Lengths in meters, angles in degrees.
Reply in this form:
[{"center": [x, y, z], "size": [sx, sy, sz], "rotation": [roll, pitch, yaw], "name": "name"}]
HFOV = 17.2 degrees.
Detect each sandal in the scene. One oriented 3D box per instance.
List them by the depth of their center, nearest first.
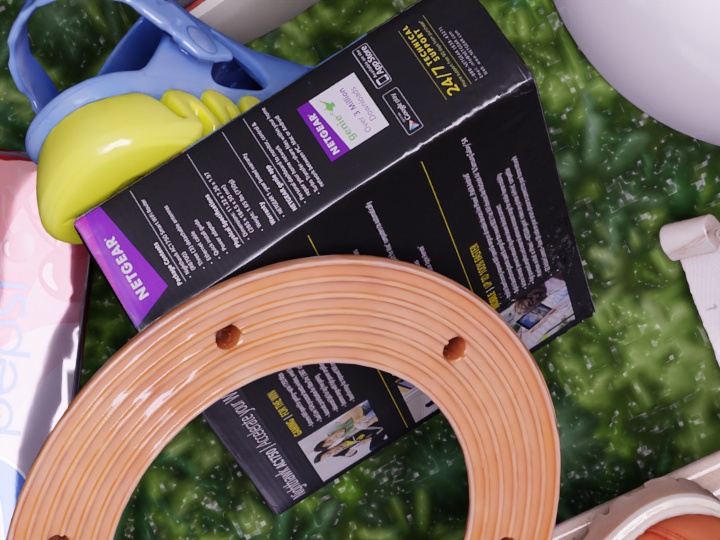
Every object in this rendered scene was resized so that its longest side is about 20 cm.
[{"center": [-0.053, -0.062, 0.837], "size": [0.079, 0.200, 0.087], "rotation": [-39, 71, 22], "name": "sandal"}]

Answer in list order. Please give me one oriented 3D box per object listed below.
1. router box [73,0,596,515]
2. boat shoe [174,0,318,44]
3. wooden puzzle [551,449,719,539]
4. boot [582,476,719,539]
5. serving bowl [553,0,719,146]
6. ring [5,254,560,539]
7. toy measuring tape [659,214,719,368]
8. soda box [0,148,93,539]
[{"center": [0.000, 0.000, 0.830], "size": [0.149, 0.200, 0.051], "rotation": [-32, 65, -4], "name": "router box"}, {"center": [-0.005, -0.156, 0.888], "size": [0.200, 0.071, 0.063], "rotation": [-39, 82, 3], "name": "boat shoe"}, {"center": [0.110, 0.170, 0.863], "size": [0.199, 0.037, 0.186], "rotation": [-25, 101, -5], "name": "wooden puzzle"}, {"center": [0.071, 0.169, 0.782], "size": [0.075, 0.107, 0.200], "rotation": [33, 96, -24], "name": "boot"}, {"center": [0.167, -0.145, 0.904], "size": [0.199, 0.066, 0.202], "rotation": [0, 93, -4], "name": "serving bowl"}, {"center": [-0.024, 0.087, 0.772], "size": [0.199, 0.019, 0.202], "rotation": [-11, 117, -23], "name": "ring"}, {"center": [0.144, 0.082, 0.903], "size": [0.073, 0.074, 0.201], "rotation": [-20, 96, -3], "name": "toy measuring tape"}, {"center": [-0.137, 0.056, 0.884], "size": [0.063, 0.070, 0.201], "rotation": [7, 91, -5], "name": "soda box"}]
